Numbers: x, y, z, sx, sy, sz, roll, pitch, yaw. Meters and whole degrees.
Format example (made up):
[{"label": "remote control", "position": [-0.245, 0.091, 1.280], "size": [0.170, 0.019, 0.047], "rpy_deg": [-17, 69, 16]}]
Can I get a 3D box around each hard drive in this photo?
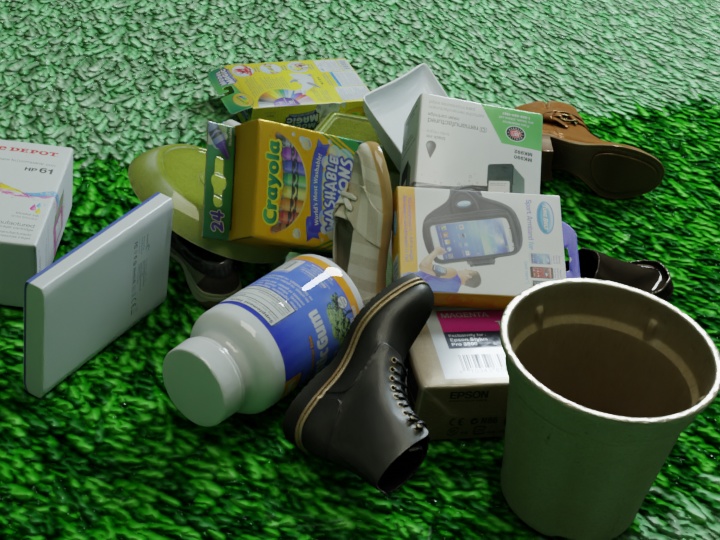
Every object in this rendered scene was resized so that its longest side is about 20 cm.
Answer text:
[{"label": "hard drive", "position": [-0.257, 0.021, 1.407], "size": [0.025, 0.133, 0.200], "rpy_deg": [24, 38, 20]}]

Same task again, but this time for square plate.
[{"label": "square plate", "position": [0.087, -0.139, 1.693], "size": [0.201, 0.028, 0.198], "rpy_deg": [57, 31, -3]}]

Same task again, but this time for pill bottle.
[{"label": "pill bottle", "position": [-0.095, 0.071, 1.393], "size": [0.112, 0.113, 0.200], "rpy_deg": [29, 40, 26]}]

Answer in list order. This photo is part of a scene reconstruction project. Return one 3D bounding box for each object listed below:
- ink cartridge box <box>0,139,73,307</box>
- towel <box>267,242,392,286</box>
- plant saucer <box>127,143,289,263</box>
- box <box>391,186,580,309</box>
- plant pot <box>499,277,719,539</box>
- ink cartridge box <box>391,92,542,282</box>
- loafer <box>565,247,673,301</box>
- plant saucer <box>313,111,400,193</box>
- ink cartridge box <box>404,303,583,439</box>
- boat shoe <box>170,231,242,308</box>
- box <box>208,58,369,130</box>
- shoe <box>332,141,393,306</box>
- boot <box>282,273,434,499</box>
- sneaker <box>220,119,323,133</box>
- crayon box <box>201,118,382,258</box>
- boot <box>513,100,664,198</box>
[{"label": "ink cartridge box", "position": [-0.397, -0.058, 1.529], "size": [0.144, 0.085, 0.200], "rpy_deg": [7, 34, -3]}, {"label": "towel", "position": [0.000, 0.000, 1.586], "size": [0.199, 0.031, 0.149], "rpy_deg": [-3, 36, -17]}, {"label": "plant saucer", "position": [-0.157, -0.082, 1.562], "size": [0.199, 0.031, 0.200], "rpy_deg": [25, 25, -13]}, {"label": "box", "position": [0.132, -0.021, 1.465], "size": [0.199, 0.042, 0.120], "rpy_deg": [2, 66, -7]}, {"label": "plant pot", "position": [0.208, 0.139, 1.304], "size": [0.199, 0.184, 0.201], "rpy_deg": [7, 35, -5]}, {"label": "ink cartridge box", "position": [0.118, -0.077, 1.555], "size": [0.145, 0.084, 0.201], "rpy_deg": [8, 68, -10]}, {"label": "loafer", "position": [0.267, 0.013, 1.591], "size": [0.199, 0.072, 0.073], "rpy_deg": [-8, 39, -22]}, {"label": "plant saucer", "position": [0.009, -0.136, 1.737], "size": [0.199, 0.048, 0.200], "rpy_deg": [12, 31, 13]}, {"label": "ink cartridge box", "position": [0.134, 0.090, 1.452], "size": [0.199, 0.075, 0.165], "rpy_deg": [-1, 38, -13]}, {"label": "boat shoe", "position": [-0.180, -0.039, 1.567], "size": [0.071, 0.066, 0.201], "rpy_deg": [-10, 39, -24]}, {"label": "box", "position": [-0.093, -0.228, 1.871], "size": [0.199, 0.049, 0.118], "rpy_deg": [-5, 38, -23]}, {"label": "shoe", "position": [-0.002, -0.034, 1.479], "size": [0.053, 0.201, 0.070], "rpy_deg": [1, 2, -18]}, {"label": "boot", "position": [0.038, 0.111, 1.333], "size": [0.138, 0.077, 0.200], "rpy_deg": [28, 78, 40]}, {"label": "sneaker", "position": [-0.072, -0.127, 1.643], "size": [0.199, 0.081, 0.077], "rpy_deg": [29, 0, 8]}, {"label": "crayon box", "position": [-0.069, -0.085, 1.512], "size": [0.199, 0.127, 0.051], "rpy_deg": [8, -10, -37]}, {"label": "boot", "position": [0.288, -0.162, 1.856], "size": [0.199, 0.077, 0.156], "rpy_deg": [1, 31, 1]}]
